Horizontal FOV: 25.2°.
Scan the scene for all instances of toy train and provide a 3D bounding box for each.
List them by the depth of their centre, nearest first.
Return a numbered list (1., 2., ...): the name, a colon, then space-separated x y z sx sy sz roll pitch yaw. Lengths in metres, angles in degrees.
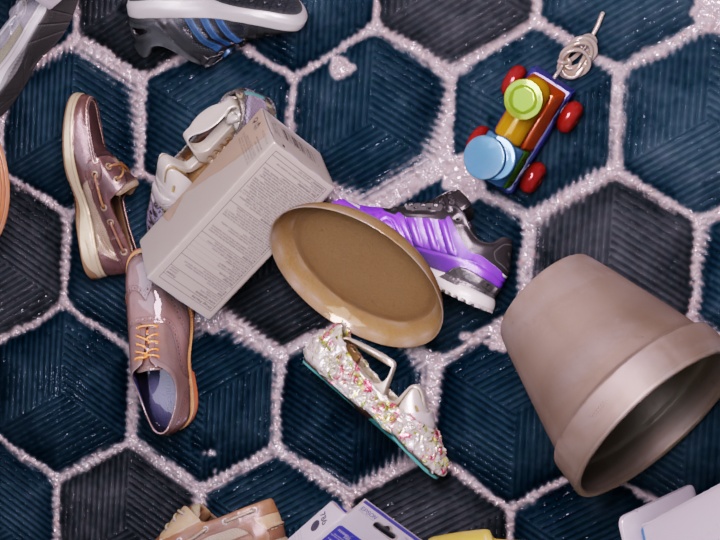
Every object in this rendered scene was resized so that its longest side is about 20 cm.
1. toy train: 0.170 -0.171 1.561 0.084 0.116 0.201 34 102 12

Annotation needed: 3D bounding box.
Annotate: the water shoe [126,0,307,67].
1. water shoe: -0.148 -0.257 1.695 0.198 0.072 0.080 8 123 16

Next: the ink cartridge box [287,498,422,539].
1. ink cartridge box: -0.036 0.310 1.670 0.200 0.039 0.099 -41 120 16

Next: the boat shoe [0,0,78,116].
1. boat shoe: -0.377 -0.254 1.755 0.065 0.074 0.203 40 111 7

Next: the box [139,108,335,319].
1. box: -0.130 -0.057 1.665 0.200 0.078 0.095 -44 123 14

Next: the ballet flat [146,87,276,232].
1. ballet flat: -0.175 -0.118 1.698 0.072 0.072 0.200 47 104 10

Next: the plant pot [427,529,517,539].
1. plant pot: 0.171 0.346 1.560 0.186 0.201 0.203 -9 91 2

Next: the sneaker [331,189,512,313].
1. sneaker: 0.067 -0.042 1.633 0.199 0.070 0.100 27 93 12

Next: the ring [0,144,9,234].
1. ring: -0.460 -0.108 1.791 0.199 0.019 0.203 9 107 32

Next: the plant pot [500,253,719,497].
1. plant pot: 0.228 0.086 1.533 0.200 0.199 0.174 -48 64 14

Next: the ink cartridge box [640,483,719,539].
1. ink cartridge box: 0.374 0.311 1.467 0.144 0.148 0.200 -32 118 18

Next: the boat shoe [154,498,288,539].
1. boat shoe: -0.172 0.287 1.725 0.198 0.076 0.075 -12 84 10

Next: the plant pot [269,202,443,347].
1. plant pot: 0.000 0.000 1.612 0.198 0.201 0.028 25 57 15

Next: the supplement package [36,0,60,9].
1. supplement package: -0.343 -0.414 1.659 0.151 0.150 0.201 -36 58 16

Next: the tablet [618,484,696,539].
1. tablet: 0.307 0.318 1.544 0.014 0.129 0.202 -14 89 44

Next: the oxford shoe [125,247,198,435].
1. oxford shoe: -0.215 0.076 1.713 0.070 0.073 0.202 -11 95 10

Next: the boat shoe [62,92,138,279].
1. boat shoe: -0.273 -0.093 1.736 0.071 0.072 0.203 -6 95 9

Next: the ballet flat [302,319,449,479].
1. ballet flat: 0.025 0.128 1.649 0.200 0.076 0.064 41 97 9
